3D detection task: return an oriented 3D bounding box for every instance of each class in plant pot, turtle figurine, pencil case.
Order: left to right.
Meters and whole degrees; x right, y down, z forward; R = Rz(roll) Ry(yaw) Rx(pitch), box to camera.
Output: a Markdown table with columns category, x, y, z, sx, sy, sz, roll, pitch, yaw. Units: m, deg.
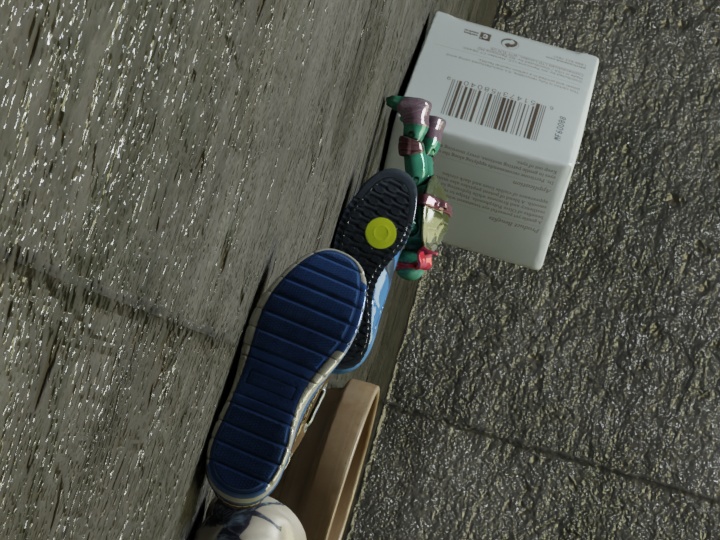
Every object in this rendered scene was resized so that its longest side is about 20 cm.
| category | x | y | z | sx | sy | sz | roll | pitch | yaw |
| --- | --- | --- | --- | --- | --- | --- | --- | --- | --- |
| pencil case | -0.095 | 0.237 | 1.316 | 0.200 | 0.078 | 0.090 | -68 | 151 | -56 |
| plant pot | -0.055 | 0.176 | 1.516 | 0.201 | 0.092 | 0.201 | 16 | 90 | -84 |
| turtle figurine | 0.042 | -0.065 | 1.878 | 0.150 | 0.100 | 0.201 | 98 | 1 | -79 |

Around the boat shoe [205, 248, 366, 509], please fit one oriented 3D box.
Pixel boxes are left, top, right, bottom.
| category | x | y | z | sx | sy | sz | roll | pitch | yaw |
| --- | --- | --- | --- | --- | --- | --- | --- | --- | --- |
| boat shoe | -0.058 | 0.077 | 1.345 | 0.200 | 0.072 | 0.072 | -62 | 176 | -21 |

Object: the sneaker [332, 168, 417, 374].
| category | x | y | z | sx | sy | sz | roll | pitch | yaw |
| --- | --- | --- | --- | --- | --- | --- | --- | --- | --- |
| sneaker | 0.000 | 0.000 | 1.782 | 0.078 | 0.066 | 0.201 | 134 | -26 | -86 |

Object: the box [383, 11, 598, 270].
| category | x | y | z | sx | sy | sz | roll | pitch | yaw |
| --- | --- | --- | --- | --- | --- | --- | --- | --- | --- |
| box | 0.140 | -0.144 | 2.089 | 0.172 | 0.198 | 0.200 | 102 | 6 | -45 |
